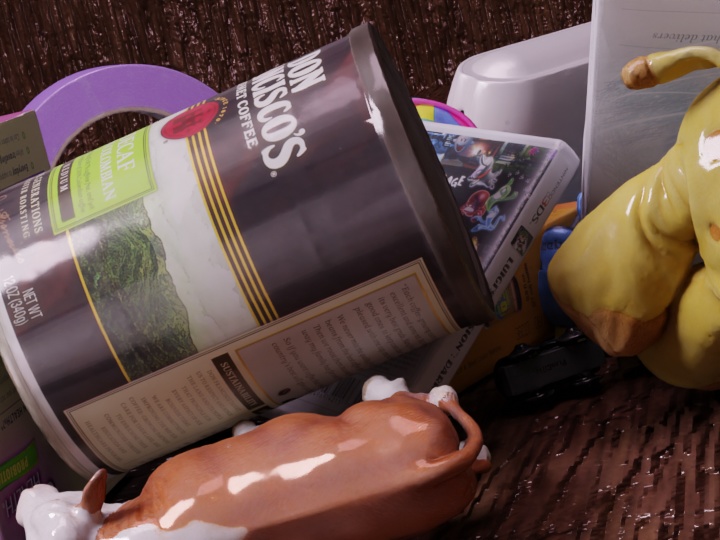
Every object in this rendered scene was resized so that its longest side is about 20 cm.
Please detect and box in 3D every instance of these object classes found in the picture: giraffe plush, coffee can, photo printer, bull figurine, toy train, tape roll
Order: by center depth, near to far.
[{"bbox_3d":[-0.039,0.092,0.770,0.199,0.065,0.121,-11,8,16],"label":"bull figurine"},{"bbox_3d":[0.192,0.002,0.775,0.172,0.201,0.162,-6,39,-18],"label":"giraffe plush"},{"bbox_3d":[-0.056,-0.006,0.854,0.199,0.147,0.146,-24,8,6],"label":"coffee can"},{"bbox_3d":[0.160,0.030,0.960,0.199,0.034,0.046,-17,-1,-14],"label":"toy train"},{"bbox_3d":[0.138,-0.075,1.206,0.199,0.167,0.069,-18,30,-30],"label":"photo printer"},{"bbox_3d":[-0.173,-0.054,1.394,0.199,0.201,0.066,-16,10,-17],"label":"tape roll"}]

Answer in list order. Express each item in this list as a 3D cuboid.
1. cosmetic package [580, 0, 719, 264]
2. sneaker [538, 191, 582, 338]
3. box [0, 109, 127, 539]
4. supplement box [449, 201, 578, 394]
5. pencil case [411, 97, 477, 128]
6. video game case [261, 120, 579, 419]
[{"bbox_3d":[0.211,-0.096,0.907,0.198,0.200,0.123,2,47,6],"label":"cosmetic package"},{"bbox_3d":[0.170,-0.018,1.085,0.066,0.079,0.200,-8,10,41],"label":"sneaker"},{"bbox_3d":[-0.204,0.038,0.902,0.096,0.201,0.176,-13,10,13],"label":"box"},{"bbox_3d":[0.066,0.017,1.057,0.069,0.067,0.200,-7,11,35],"label":"supplement box"},{"bbox_3d":[0.009,-0.028,1.142,0.088,0.089,0.200,-19,-17,-28],"label":"pencil case"},{"bbox_3d":[0.000,0.000,0.975,0.200,0.023,0.182,14,67,52],"label":"video game case"}]
